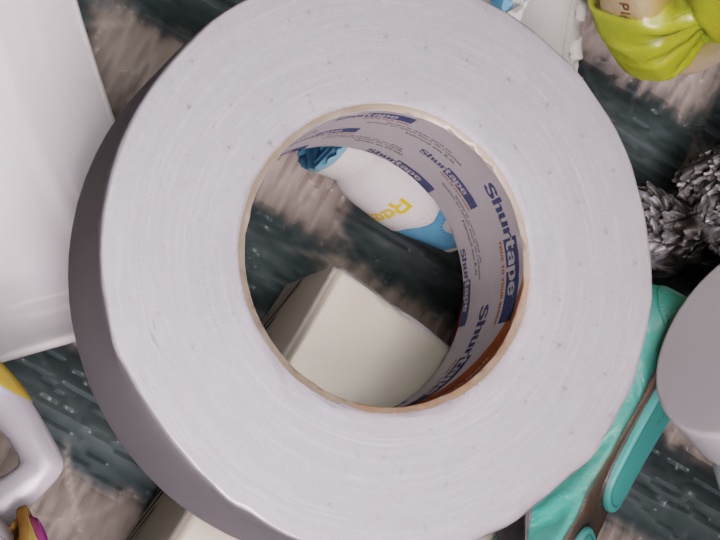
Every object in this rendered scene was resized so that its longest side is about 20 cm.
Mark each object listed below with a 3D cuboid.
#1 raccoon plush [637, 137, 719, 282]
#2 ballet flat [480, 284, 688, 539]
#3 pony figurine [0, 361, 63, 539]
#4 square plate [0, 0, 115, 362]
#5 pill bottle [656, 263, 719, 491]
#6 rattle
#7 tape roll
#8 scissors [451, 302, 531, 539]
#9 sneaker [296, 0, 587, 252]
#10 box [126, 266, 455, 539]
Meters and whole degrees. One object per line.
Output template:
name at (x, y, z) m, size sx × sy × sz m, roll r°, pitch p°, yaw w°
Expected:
raccoon plush at (0.166, -0.064, 0.907) m, size 0.198 × 0.097 × 0.135 m, roll 11°, pitch 73°, yaw -19°
ballet flat at (0.071, 0.091, 0.870) m, size 0.070 × 0.067 × 0.201 m, roll 20°, pitch 71°, yaw 21°
pony figurine at (-0.165, 0.116, 0.718) m, size 0.192 × 0.167 × 0.201 m, roll -25°, pitch 80°, yaw -6°
square plate at (-0.190, -0.050, 0.803) m, size 0.199 × 0.028 × 0.200 m, roll -18°, pitch 90°, yaw -21°
pill bottle at (0.209, 0.078, 0.863) m, size 0.200 × 0.115 × 0.116 m, roll 41°, pitch 71°, yaw -31°
rattle at (0.184, -0.156, 0.873) m, size 0.200 × 0.142 × 0.131 m, roll -41°, pitch 118°, yaw -37°
tape roll at (0.000, 0.000, 0.776) m, size 0.199 × 0.066 × 0.202 m, roll 3°, pitch 81°, yaw -16°
scissors at (0.053, 0.080, 0.840) m, size 0.014 × 0.073 × 0.201 m, roll 42°, pitch 53°, yaw -45°
sneaker at (0.056, -0.104, 0.881) m, size 0.081 × 0.076 × 0.201 m, roll 36°, pitch 79°, yaw -21°
box at (-0.038, 0.104, 0.820) m, size 0.082 × 0.068 × 0.201 m, roll 37°, pitch 73°, yaw -12°
